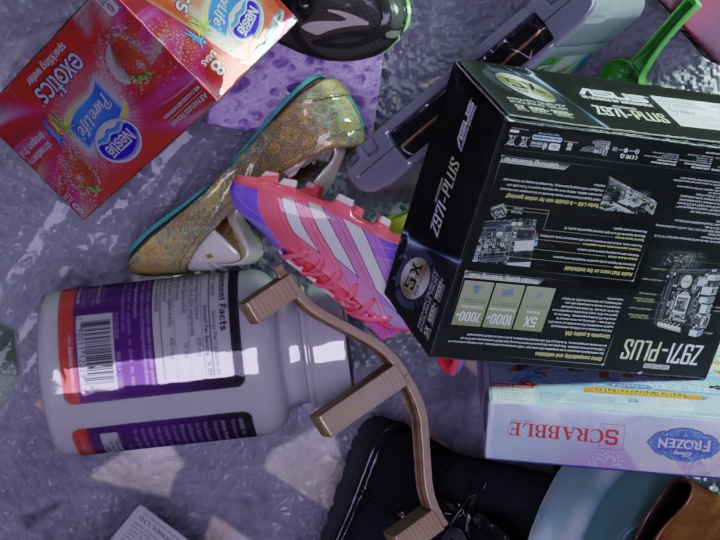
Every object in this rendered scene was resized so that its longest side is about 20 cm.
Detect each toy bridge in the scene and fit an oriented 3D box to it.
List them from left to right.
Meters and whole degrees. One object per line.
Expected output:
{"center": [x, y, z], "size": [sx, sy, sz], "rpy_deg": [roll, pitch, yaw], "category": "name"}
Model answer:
{"center": [0.000, 0.081, 1.538], "size": [0.067, 0.027, 0.200], "rpy_deg": [-33, 98, -13], "category": "toy bridge"}

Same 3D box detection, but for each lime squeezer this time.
{"center": [0.147, -0.108, 1.572], "size": [0.200, 0.071, 0.038], "rpy_deg": [-34, 86, 15], "category": "lime squeezer"}

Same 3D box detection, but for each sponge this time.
{"center": [-0.033, -0.186, 1.588], "size": [0.111, 0.030, 0.200], "rpy_deg": [9, 100, 0], "category": "sponge"}

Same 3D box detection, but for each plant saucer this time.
{"center": [0.167, 0.194, 1.582], "size": [0.027, 0.200, 0.201], "rpy_deg": [13, 103, 35], "category": "plant saucer"}

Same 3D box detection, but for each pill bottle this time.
{"center": [-0.106, 0.058, 1.593], "size": [0.199, 0.111, 0.112], "rpy_deg": [-6, 100, 1], "category": "pill bottle"}

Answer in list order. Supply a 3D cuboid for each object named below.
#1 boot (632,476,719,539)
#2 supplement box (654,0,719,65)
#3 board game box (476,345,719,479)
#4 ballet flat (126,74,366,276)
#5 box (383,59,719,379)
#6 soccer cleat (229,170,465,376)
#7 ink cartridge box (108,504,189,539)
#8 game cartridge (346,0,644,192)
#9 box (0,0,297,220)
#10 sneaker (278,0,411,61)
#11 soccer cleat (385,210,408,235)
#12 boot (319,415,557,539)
{"center": [0.243, 0.246, 1.596], "size": [0.200, 0.068, 0.189], "rpy_deg": [20, 102, -37], "category": "boot"}
{"center": [0.202, -0.242, 1.559], "size": [0.109, 0.061, 0.200], "rpy_deg": [-43, 99, 8], "category": "supplement box"}
{"center": [0.176, 0.078, 1.548], "size": [0.199, 0.200, 0.041], "rpy_deg": [5, 106, 1], "category": "board game box"}
{"center": [-0.073, -0.043, 1.576], "size": [0.071, 0.071, 0.200], "rpy_deg": [45, 112, -7], "category": "ballet flat"}
{"center": [0.137, -0.029, 1.480], "size": [0.200, 0.086, 0.164], "rpy_deg": [5, 116, -24], "category": "box"}
{"center": [0.000, 0.000, 1.530], "size": [0.200, 0.067, 0.077], "rpy_deg": [24, 91, -24], "category": "soccer cleat"}
{"center": [-0.157, 0.272, 1.584], "size": [0.136, 0.200, 0.076], "rpy_deg": [36, 141, 4], "category": "ink cartridge box"}
{"center": [0.090, -0.121, 1.539], "size": [0.200, 0.133, 0.041], "rpy_deg": [-39, 85, 22], "category": "game cartridge"}
{"center": [-0.142, -0.127, 1.513], "size": [0.100, 0.200, 0.096], "rpy_deg": [46, 53, -8], "category": "box"}
{"center": [-0.064, -0.188, 1.531], "size": [0.200, 0.084, 0.077], "rpy_deg": [24, 101, -2], "category": "sneaker"}
{"center": [0.101, -0.039, 1.605], "size": [0.200, 0.084, 0.065], "rpy_deg": [-10, 141, 16], "category": "soccer cleat"}
{"center": [0.052, 0.210, 1.600], "size": [0.168, 0.076, 0.201], "rpy_deg": [20, 97, 34], "category": "boot"}
